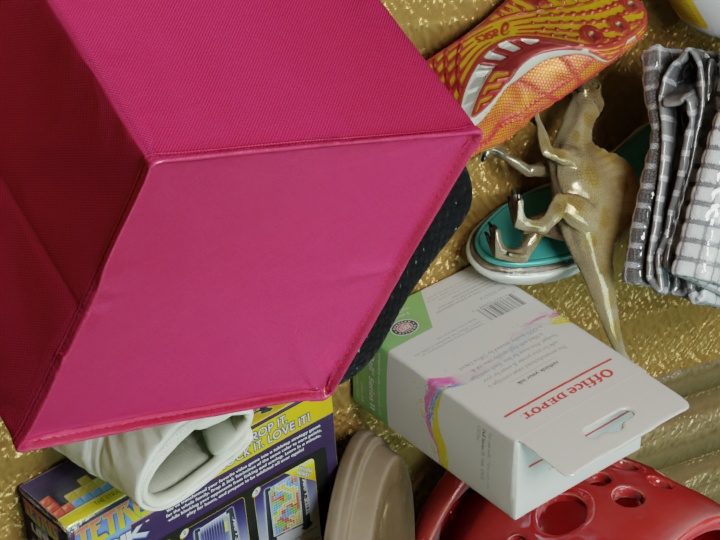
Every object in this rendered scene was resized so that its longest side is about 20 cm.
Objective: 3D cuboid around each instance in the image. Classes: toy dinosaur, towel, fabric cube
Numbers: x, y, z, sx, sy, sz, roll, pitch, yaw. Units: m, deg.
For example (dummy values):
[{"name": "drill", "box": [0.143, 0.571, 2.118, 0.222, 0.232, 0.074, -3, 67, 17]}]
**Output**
[{"name": "toy dinosaur", "box": [0.135, -0.035, 1.483, 0.101, 0.058, 0.200, -6, 86, -20]}, {"name": "towel", "box": [0.240, -0.058, 1.522, 0.200, 0.085, 0.166, 11, 92, -60]}, {"name": "fabric cube", "box": [-0.100, -0.058, 1.137, 0.196, 0.199, 0.200, -8, 141, -40]}]

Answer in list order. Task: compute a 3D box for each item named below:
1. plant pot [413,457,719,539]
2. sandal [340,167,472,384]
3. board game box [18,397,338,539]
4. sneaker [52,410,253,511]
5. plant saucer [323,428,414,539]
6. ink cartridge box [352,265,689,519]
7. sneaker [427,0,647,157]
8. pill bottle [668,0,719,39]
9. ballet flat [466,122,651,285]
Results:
[{"name": "plant pot", "box": [0.145, 0.216, 1.622, 0.200, 0.182, 0.201, -30, 135, -35]}, {"name": "sandal", "box": [0.000, 0.000, 1.444, 0.200, 0.045, 0.075, -49, 134, -32]}, {"name": "board game box", "box": [-0.106, 0.162, 1.440, 0.200, 0.057, 0.166, -27, 131, -30]}, {"name": "sneaker", "box": [-0.083, 0.048, 1.337, 0.200, 0.116, 0.074, -53, 139, -7]}, {"name": "plant saucer", "box": [0.007, 0.203, 1.511, 0.200, 0.029, 0.201, 2, 90, -79]}, {"name": "ink cartridge box", "box": [0.100, 0.083, 1.479, 0.117, 0.200, 0.067, -25, 132, -32]}, {"name": "sneaker", "box": [0.095, -0.123, 1.451, 0.200, 0.073, 0.077, -29, 156, -23]}, {"name": "pill bottle", "box": [0.233, -0.217, 1.476, 0.112, 0.112, 0.200, -51, 141, -6]}, {"name": "ballet flat", "box": [0.152, -0.033, 1.566, 0.200, 0.069, 0.070, -32, 135, -27]}]
